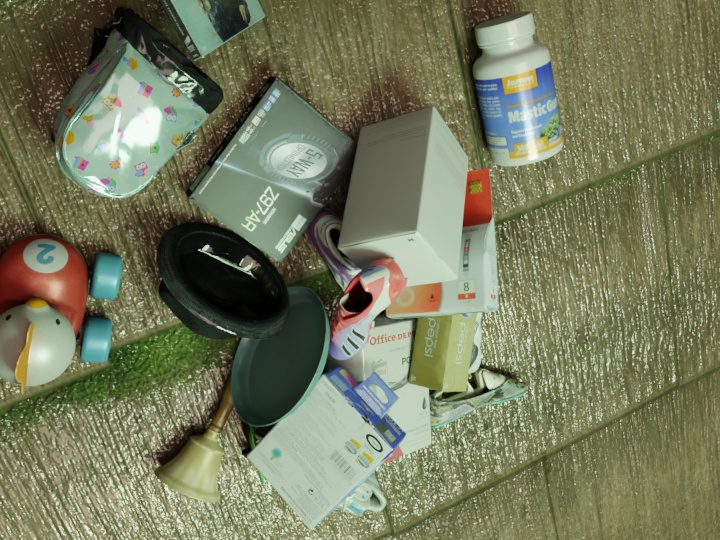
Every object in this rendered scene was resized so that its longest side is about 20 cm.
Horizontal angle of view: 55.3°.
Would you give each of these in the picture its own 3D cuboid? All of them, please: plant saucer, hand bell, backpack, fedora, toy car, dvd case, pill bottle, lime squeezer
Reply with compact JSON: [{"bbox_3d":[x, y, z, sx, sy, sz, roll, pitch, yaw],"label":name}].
[{"bbox_3d":[-0.108,0.119,0.948,0.027,0.200,0.201,29,94,-36],"label":"plant saucer"},{"bbox_3d":[-0.212,0.225,1.015,0.104,0.104,0.201,28,82,-26],"label":"hand bell"},{"bbox_3d":[-0.280,-0.187,0.823,0.167,0.127,0.200,40,92,-30],"label":"backpack"},{"bbox_3d":[-0.196,0.032,0.926,0.200,0.201,0.092,28,125,-26],"label":"fedora"},{"bbox_3d":[-0.386,0.060,0.817,0.183,0.200,0.178,8,103,-24],"label":"toy car"},{"bbox_3d":[-0.202,-0.367,0.808,0.201,0.022,0.146,61,41,-23],"label":"dvd case"},{"bbox_3d":[0.227,-0.265,1.005,0.112,0.112,0.201,-23,114,-13],"label":"pill bottle"},{"bbox_3d":[-0.143,0.206,1.011,0.070,0.038,0.201,22,80,-31],"label":"lime squeezer"}]

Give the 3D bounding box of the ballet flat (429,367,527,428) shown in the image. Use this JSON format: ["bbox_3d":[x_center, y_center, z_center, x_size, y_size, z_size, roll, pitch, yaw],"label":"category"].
[{"bbox_3d":[0.194,0.204,1.166,0.199,0.072,0.072,-16,112,-18],"label":"ballet flat"}]

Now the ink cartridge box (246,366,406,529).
[{"bbox_3d":[-0.035,0.227,0.930,0.136,0.076,0.200,45,106,11],"label":"ink cartridge box"}]

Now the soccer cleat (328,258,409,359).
[{"bbox_3d":[-0.011,0.056,0.890,0.076,0.067,0.200,-15,153,-39],"label":"soccer cleat"}]

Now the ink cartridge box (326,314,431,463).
[{"bbox_3d":[0.028,0.173,1.029,0.146,0.083,0.201,-6,94,-45],"label":"ink cartridge box"}]

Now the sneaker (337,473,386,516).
[{"bbox_3d":[-0.028,0.342,1.075,0.199,0.087,0.075,20,110,-44],"label":"sneaker"}]

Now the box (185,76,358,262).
[{"bbox_3d":[-0.117,-0.136,0.947,0.160,0.044,0.200,37,90,-26],"label":"box"}]

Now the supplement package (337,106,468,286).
[{"bbox_3d":[0.062,-0.094,0.921,0.121,0.119,0.201,44,47,-45],"label":"supplement package"}]

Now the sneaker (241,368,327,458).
[{"bbox_3d":[-0.112,0.218,1.046,0.115,0.076,0.201,30,94,-22],"label":"sneaker"}]

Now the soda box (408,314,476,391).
[{"bbox_3d":[0.127,0.075,1.014,0.068,0.064,0.201,10,87,-49],"label":"soda box"}]

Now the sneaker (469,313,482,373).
[{"bbox_3d":[0.130,0.086,1.096,0.114,0.075,0.201,-15,114,-19],"label":"sneaker"}]

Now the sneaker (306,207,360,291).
[{"bbox_3d":[-0.001,0.000,0.998,0.073,0.114,0.200,-46,118,-4],"label":"sneaker"}]

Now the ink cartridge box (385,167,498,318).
[{"bbox_3d":[0.110,-0.037,0.968,0.050,0.162,0.201,6,79,-54],"label":"ink cartridge box"}]
